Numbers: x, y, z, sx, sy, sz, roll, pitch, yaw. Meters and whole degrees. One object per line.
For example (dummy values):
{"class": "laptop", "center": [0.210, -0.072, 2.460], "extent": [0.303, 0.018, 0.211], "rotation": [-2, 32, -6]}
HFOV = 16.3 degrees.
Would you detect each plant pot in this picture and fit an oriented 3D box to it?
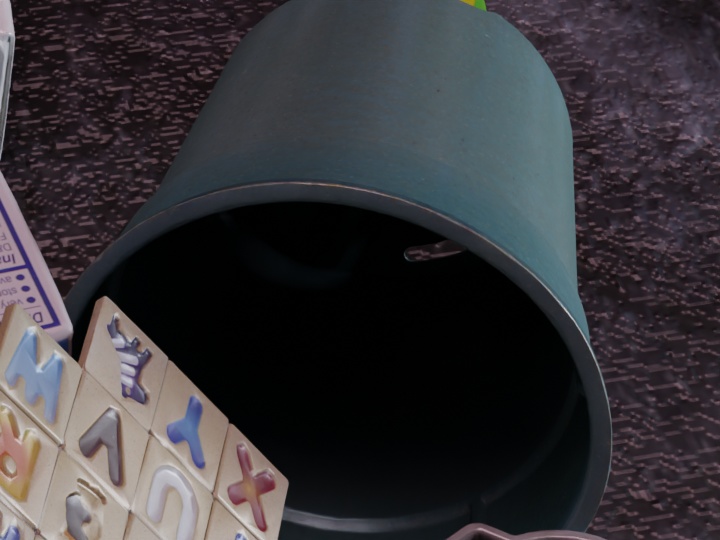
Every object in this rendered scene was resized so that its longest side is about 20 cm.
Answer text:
{"class": "plant pot", "center": [0.000, 0.000, 0.949], "extent": [0.200, 0.200, 0.196], "rotation": [9, 35, 3]}

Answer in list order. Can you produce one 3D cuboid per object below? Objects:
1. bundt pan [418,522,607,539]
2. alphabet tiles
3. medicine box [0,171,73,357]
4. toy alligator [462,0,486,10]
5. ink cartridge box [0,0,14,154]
{"class": "bundt pan", "center": [0.054, 0.184, 0.831], "extent": [0.202, 0.076, 0.202], "rotation": [2, 44, -2]}
{"class": "alphabet tiles", "center": [-0.066, 0.107, 0.749], "extent": [0.006, 0.166, 0.200], "rotation": [-23, 35, 28]}
{"class": "medicine box", "center": [-0.177, 0.032, 0.888], "extent": [0.103, 0.182, 0.200], "rotation": [-14, 47, -19]}
{"class": "toy alligator", "center": [0.034, -0.114, 1.161], "extent": [0.200, 0.059, 0.054], "rotation": [-42, 103, -40]}
{"class": "ink cartridge box", "center": [-0.238, -0.139, 1.117], "extent": [0.145, 0.084, 0.200], "rotation": [-2, 47, -15]}
